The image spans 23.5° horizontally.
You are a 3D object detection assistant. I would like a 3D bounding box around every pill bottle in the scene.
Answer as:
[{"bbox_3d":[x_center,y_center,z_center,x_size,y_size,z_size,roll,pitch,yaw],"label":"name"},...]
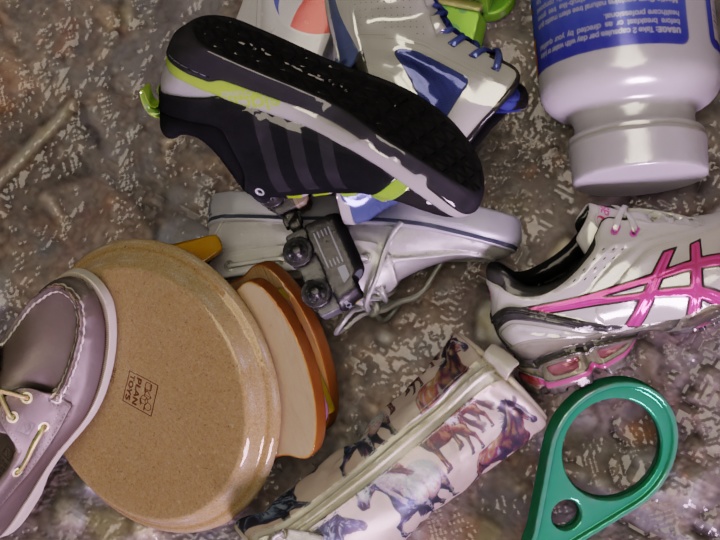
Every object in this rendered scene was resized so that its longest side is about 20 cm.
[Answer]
[{"bbox_3d":[0.160,-0.151,1.050,0.112,0.112,0.200,-5,79,8],"label":"pill bottle"}]

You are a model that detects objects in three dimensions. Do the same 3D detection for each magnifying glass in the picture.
[{"bbox_3d":[0.118,0.152,1.039,0.080,0.022,0.200,34,94,-16],"label":"magnifying glass"}]

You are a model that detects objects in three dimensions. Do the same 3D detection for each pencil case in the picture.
[{"bbox_3d":[0.018,0.122,1.036,0.200,0.089,0.078,-41,78,-1],"label":"pencil case"}]

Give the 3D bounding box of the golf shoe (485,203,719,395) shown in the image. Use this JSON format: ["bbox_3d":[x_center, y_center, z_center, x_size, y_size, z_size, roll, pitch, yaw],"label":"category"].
[{"bbox_3d":[0.172,-0.004,1.029,0.200,0.073,0.092,-26,106,2],"label":"golf shoe"}]

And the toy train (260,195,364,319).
[{"bbox_3d":[-0.047,-0.067,1.039,0.046,0.034,0.200,-25,80,5],"label":"toy train"}]

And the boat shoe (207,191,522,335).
[{"bbox_3d":[-0.002,-0.001,1.068,0.202,0.075,0.086,3,81,12],"label":"boat shoe"}]

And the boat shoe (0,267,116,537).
[{"bbox_3d":[-0.212,0.088,1.053,0.072,0.059,0.200,40,114,20],"label":"boat shoe"}]

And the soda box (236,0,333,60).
[{"bbox_3d":[-0.035,-0.170,1.106,0.063,0.068,0.200,19,83,11],"label":"soda box"}]

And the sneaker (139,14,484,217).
[{"bbox_3d":[-0.027,-0.071,0.967,0.200,0.072,0.083,28,122,6],"label":"sneaker"}]

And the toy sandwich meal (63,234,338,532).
[{"bbox_3d":[-0.110,0.065,1.068,0.205,0.070,0.206,8,106,30],"label":"toy sandwich meal"}]

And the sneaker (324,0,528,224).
[{"bbox_3d":[0.040,-0.129,1.021,0.115,0.081,0.200,-3,87,5],"label":"sneaker"}]

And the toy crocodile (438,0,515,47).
[{"bbox_3d":[0.058,-0.154,1.088,0.062,0.068,0.200,15,83,11],"label":"toy crocodile"}]
